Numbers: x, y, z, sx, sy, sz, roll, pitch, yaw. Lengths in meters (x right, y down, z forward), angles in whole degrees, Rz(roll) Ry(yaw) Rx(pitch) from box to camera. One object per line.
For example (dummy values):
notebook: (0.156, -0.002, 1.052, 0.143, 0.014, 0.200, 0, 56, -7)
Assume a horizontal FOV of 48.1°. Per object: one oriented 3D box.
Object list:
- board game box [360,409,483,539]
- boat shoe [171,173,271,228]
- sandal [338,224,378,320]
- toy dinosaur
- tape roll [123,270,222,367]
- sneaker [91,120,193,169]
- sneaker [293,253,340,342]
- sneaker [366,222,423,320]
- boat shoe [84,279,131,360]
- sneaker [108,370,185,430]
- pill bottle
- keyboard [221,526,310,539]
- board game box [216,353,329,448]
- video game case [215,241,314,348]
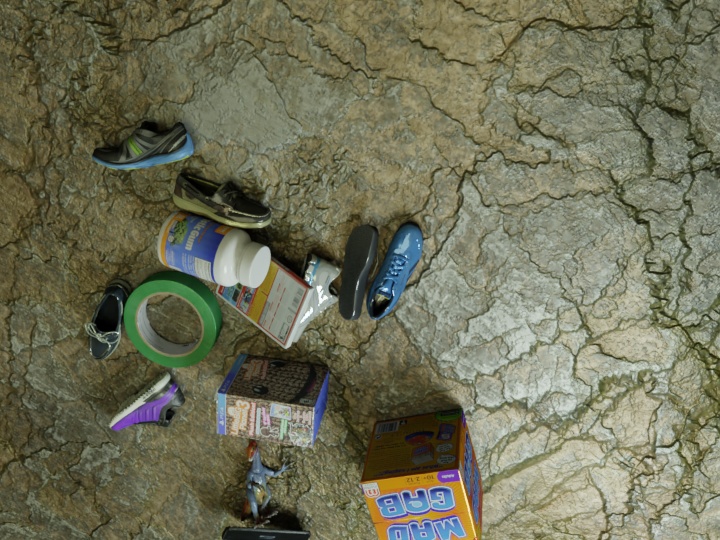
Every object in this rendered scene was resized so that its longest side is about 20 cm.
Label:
board game box: (0.132, 0.436, 1.647, 0.197, 0.200, 0.202, -11, 112, 15)
boat shoe: (-0.264, -0.135, 1.534, 0.198, 0.072, 0.067, 16, 121, 7)
sandal: (0.000, 0.000, 1.560, 0.042, 0.076, 0.202, -5, 123, -35)
toy dinosaur: (-0.242, 0.472, 1.795, 0.198, 0.105, 0.184, -18, 89, 30)
tape roll: (-0.388, 0.102, 1.672, 0.197, 0.048, 0.203, 4, 114, 8)
sneaker: (-0.411, -0.236, 1.522, 0.197, 0.071, 0.084, -9, 98, 12)
sneaker: (-0.091, 0.066, 1.597, 0.086, 0.075, 0.202, 14, 121, -13)
sneaker: (0.066, 0.007, 1.539, 0.065, 0.079, 0.202, 25, 114, 0)
boat shoe: (-0.533, 0.114, 1.694, 0.074, 0.062, 0.201, 29, 116, -6)
sneaker: (-0.462, 0.313, 1.766, 0.199, 0.070, 0.100, -36, 106, 22)
pill bottle: (-0.276, -0.036, 1.535, 0.198, 0.112, 0.113, 17, 116, 17)
keyboard: (-0.217, 0.608, 1.844, 0.197, 0.021, 0.128, 9, 142, -14)
board game box: (-0.176, 0.263, 1.646, 0.197, 0.160, 0.098, 7, 114, 6)
video game case: (-0.191, 0.039, 1.583, 0.199, 0.017, 0.144, 35, 118, 21)
